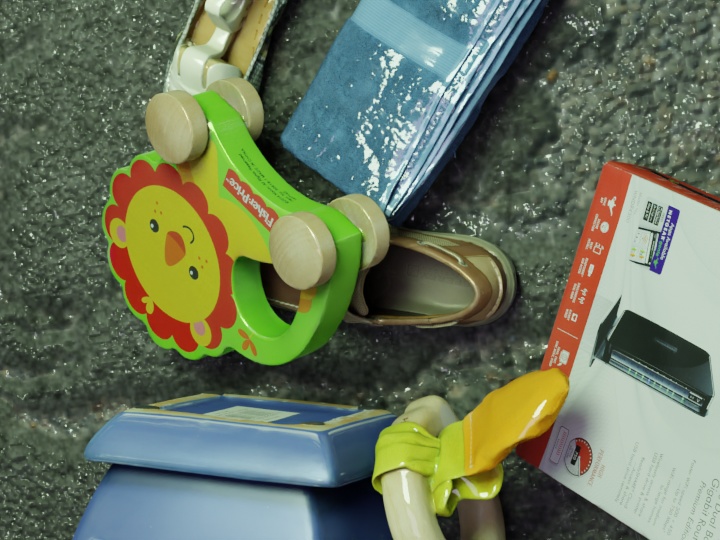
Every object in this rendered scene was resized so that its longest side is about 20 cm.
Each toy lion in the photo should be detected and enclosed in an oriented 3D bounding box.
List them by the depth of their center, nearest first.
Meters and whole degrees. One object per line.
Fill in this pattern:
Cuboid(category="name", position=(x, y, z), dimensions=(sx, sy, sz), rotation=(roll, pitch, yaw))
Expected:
Cuboid(category="toy lion", position=(-0.091, -0.013, 1.166), dimensions=(0.200, 0.069, 0.192), rotation=(44, 132, 25))

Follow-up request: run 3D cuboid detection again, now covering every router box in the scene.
Cuboid(category="router box", position=(0.194, 0.056, 1.077), dimensions=(0.179, 0.049, 0.201), rotation=(29, 108, 49))

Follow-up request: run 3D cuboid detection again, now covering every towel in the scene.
Cuboid(category="towel", position=(0.034, -0.136, 1.144), dimensions=(0.112, 0.049, 0.200), rotation=(37, 102, 24))

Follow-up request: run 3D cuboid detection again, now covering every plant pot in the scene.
Cuboid(category="plant pot", position=(-0.071, 0.177, 1.158), dimensions=(0.199, 0.200, 0.180), rotation=(5, 93, 20))

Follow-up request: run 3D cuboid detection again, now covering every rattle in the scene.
Cuboid(category="rattle", position=(0.104, 0.166, 1.126), dimensions=(0.143, 0.130, 0.200), rotation=(-24, 97, 10))

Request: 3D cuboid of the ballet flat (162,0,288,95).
Cuboid(category="ballet flat", position=(-0.093, -0.159, 1.190), dimensions=(0.072, 0.072, 0.201), rotation=(27, 105, 15))

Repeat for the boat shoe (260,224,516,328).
Cuboid(category="boat shoe", position=(0.000, 0.000, 1.173), dimensions=(0.199, 0.072, 0.076), rotation=(2, 97, 19))
